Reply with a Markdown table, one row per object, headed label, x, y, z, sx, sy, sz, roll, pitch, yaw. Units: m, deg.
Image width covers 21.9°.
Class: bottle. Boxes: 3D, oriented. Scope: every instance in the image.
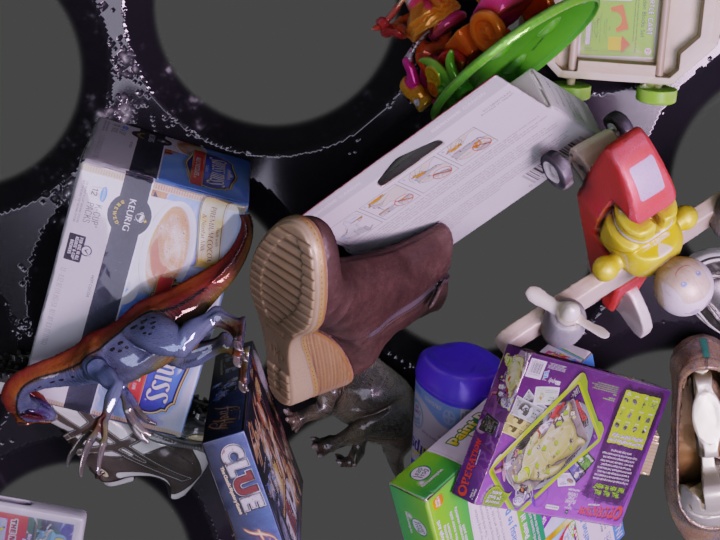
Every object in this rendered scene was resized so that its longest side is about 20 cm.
| label | x | y | z | sx | sy | sz | roll | pitch | yaw |
| --- | --- | --- | --- | --- | --- | --- | --- | --- | --- |
| bottle | 0.078 | 0.161 | 1.499 | 0.065 | 0.084 | 0.201 | -9 | 115 | -27 |

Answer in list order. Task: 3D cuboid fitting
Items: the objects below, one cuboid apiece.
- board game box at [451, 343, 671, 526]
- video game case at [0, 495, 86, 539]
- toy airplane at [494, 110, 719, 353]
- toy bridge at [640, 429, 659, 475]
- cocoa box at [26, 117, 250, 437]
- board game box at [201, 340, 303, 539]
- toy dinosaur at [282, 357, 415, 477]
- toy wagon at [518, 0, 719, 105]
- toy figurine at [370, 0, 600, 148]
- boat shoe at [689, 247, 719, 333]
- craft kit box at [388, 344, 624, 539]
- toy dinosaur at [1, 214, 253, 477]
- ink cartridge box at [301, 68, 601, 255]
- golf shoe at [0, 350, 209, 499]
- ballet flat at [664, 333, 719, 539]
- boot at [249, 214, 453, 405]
| label | x | y | z | sx | sy | sz | roll | pitch | yaw |
| --- | --- | --- | --- | --- | --- | --- | --- | --- | --- |
| board game box | 0.157 | 0.129 | 1.421 | 0.200 | 0.032 | 0.120 | 17 | 91 | -49 |
| video game case | -0.338 | 0.282 | 1.594 | 0.182 | 0.023 | 0.201 | 11 | 106 | -3 |
| toy airplane | 0.212 | -0.008 | 1.413 | 0.199 | 0.141 | 0.200 | 7 | 121 | -47 |
| toy bridge | 0.151 | 0.115 | 1.540 | 0.199 | 0.027 | 0.067 | 14 | 107 | -4 |
| cocoa box | -0.172 | 0.005 | 1.450 | 0.131 | 0.133 | 0.201 | 15 | 107 | -7 |
| board game box | -0.082 | 0.152 | 1.461 | 0.035 | 0.200 | 0.136 | -17 | 107 | 4 |
| toy dinosaur | 0.003 | 0.108 | 1.513 | 0.102 | 0.077 | 0.200 | -31 | 102 | 16 |
| toy wagon | 0.224 | -0.206 | 1.436 | 0.199 | 0.040 | 0.156 | 3 | 108 | -2 |
| toy figurine | 0.054 | -0.214 | 1.397 | 0.150 | 0.200 | 0.184 | -29 | 79 | -33 |
| boat shoe | 0.347 | 0.047 | 1.500 | 0.200 | 0.064 | 0.071 | 28 | 105 | -8 |
| craft kit box | 0.121 | 0.189 | 1.460 | 0.197 | 0.048 | 0.200 | -39 | 131 | -32 |
| toy dinosaur | -0.172 | 0.061 | 1.378 | 0.181 | 0.105 | 0.201 | 3 | 75 | 3 |
| ink cartridge box | 0.059 | -0.080 | 1.397 | 0.200 | 0.173 | 0.044 | -35 | 60 | 21 |
| golf shoe | -0.217 | 0.130 | 1.519 | 0.199 | 0.078 | 0.095 | 19 | 106 | -5 |
| ballet flat | 0.283 | 0.153 | 1.532 | 0.068 | 0.067 | 0.201 | -9 | 107 | 3 |
| boot | 0.000 | 0.000 | 1.388 | 0.166 | 0.072 | 0.200 | -34 | 149 | -29 |
